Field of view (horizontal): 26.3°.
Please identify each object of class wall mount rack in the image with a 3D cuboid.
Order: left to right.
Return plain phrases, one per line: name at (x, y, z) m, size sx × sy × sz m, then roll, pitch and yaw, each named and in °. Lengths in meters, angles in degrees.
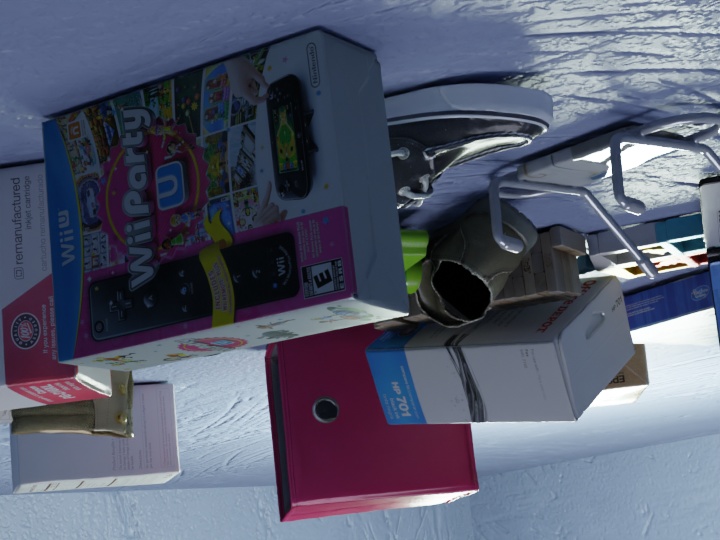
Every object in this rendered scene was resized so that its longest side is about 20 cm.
wall mount rack at (0.192, -0.047, 1.084) m, size 0.173 × 0.075 × 0.200 m, roll 5°, pitch 165°, yaw -40°

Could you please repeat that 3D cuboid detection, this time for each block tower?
block tower at (0.099, 0.011, 1.356) m, size 0.200 × 0.058 × 0.054 m, roll -14°, pitch 166°, yaw 29°

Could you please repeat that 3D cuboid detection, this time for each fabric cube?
fabric cube at (0.006, 0.163, 1.685) m, size 0.199 × 0.197 × 0.200 m, roll -4°, pitch 167°, yaw -7°

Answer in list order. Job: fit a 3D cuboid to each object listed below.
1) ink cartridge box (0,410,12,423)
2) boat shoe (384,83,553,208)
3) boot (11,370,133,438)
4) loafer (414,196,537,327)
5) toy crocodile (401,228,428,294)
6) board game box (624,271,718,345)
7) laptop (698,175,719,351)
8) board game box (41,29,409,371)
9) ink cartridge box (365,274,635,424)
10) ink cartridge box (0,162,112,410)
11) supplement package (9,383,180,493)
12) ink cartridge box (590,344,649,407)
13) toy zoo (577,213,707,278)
ink cartridge box at (-0.355, 0.079, 1.369) m, size 0.200 × 0.050 × 0.161 m, roll 0°, pitch 144°, yaw -30°
boat shoe at (0.020, -0.067, 0.933) m, size 0.199 × 0.068 × 0.072 m, roll -7°, pitch 168°, yaw 6°
boot at (-0.170, 0.049, 1.173) m, size 0.199 × 0.156 × 0.073 m, roll -3°, pitch 168°, yaw -10°
loafer at (0.077, 0.005, 1.236) m, size 0.075 × 0.070 × 0.200 m, roll 35°, pitch 157°, yaw 4°
toy crocodile at (0.000, 0.000, 1.277) m, size 0.067 × 0.062 × 0.200 m, roll -1°, pitch 162°, yaw -20°
board game box at (0.379, 0.042, 1.653) m, size 0.199 × 0.044 × 0.200 m, roll 4°, pitch 164°, yaw -37°
laptop at (0.375, 0.004, 1.229) m, size 0.187 × 0.116 × 0.200 m, roll -9°, pitch 156°, yaw 11°
board game box at (-0.080, -0.032, 0.861) m, size 0.200 × 0.148 × 0.064 m, roll -14°, pitch 167°, yaw 31°
ink cartridge box at (0.129, 0.073, 1.413) m, size 0.200 × 0.086 × 0.146 m, roll -3°, pitch -159°, yaw 35°
ink cartridge box at (-0.273, 0.019, 1.011) m, size 0.199 × 0.145 × 0.084 m, roll -7°, pitch 166°, yaw 7°
supplement package at (-0.337, 0.212, 1.942) m, size 0.199 × 0.117 × 0.117 m, roll -1°, pitch 167°, yaw -17°
ink cartridge box at (0.254, 0.132, 1.943) m, size 0.199 × 0.075 × 0.165 m, roll -7°, pitch 167°, yaw 3°
toy zoo at (0.285, -0.023, 1.366) m, size 0.200 × 0.021 × 0.131 m, roll -11°, pitch 167°, yaw 24°
